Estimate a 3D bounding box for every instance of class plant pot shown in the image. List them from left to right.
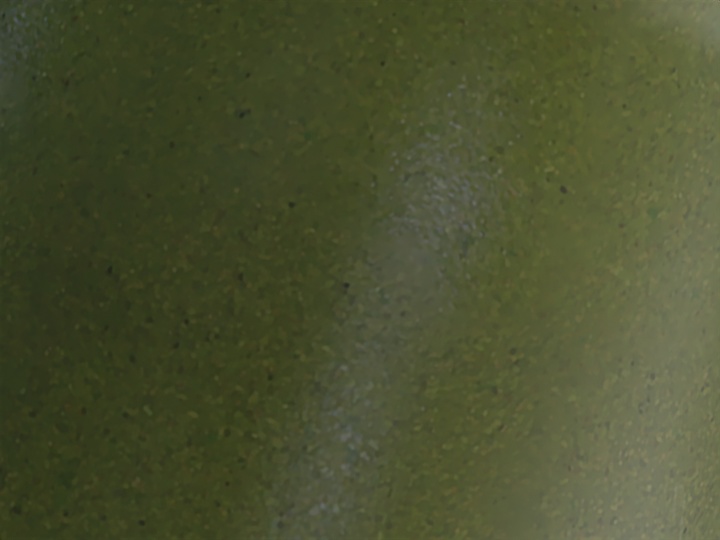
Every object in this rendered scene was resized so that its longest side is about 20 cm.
[{"bbox_3d":[-0.012,0.011,0.391,0.194,0.199,0.200,-70,166,13],"label":"plant pot"}]
